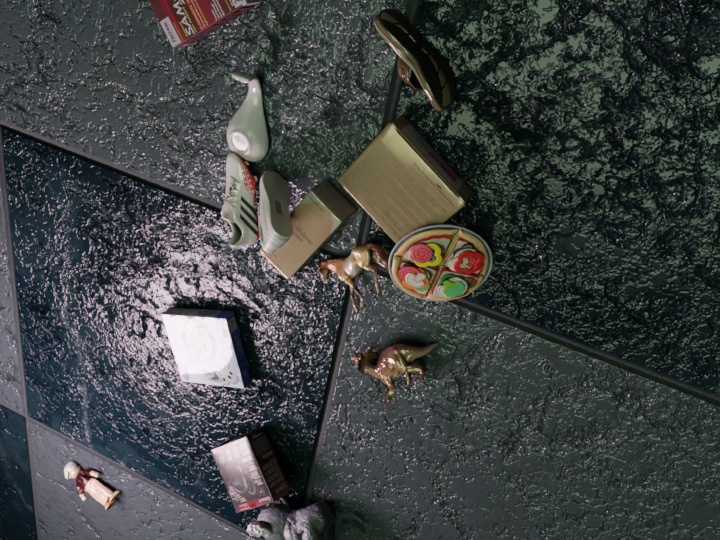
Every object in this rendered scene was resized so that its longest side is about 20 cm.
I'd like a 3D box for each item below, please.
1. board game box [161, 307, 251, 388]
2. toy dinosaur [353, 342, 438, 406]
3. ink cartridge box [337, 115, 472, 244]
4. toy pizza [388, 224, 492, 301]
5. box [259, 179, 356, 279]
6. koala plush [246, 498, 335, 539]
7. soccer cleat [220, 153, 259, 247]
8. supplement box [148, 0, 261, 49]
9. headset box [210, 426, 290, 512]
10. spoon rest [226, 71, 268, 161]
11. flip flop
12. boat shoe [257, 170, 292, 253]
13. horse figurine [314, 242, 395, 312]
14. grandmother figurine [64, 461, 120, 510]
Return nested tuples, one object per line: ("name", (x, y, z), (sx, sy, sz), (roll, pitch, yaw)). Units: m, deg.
("board game box", (-0.384, 0.193, 1.628), (0.198, 0.043, 0.201), (2, 115, 24))
("toy dinosaur", (0.066, 0.196, 1.401), (0.200, 0.086, 0.136), (-41, 87, 28))
("ink cartridge box", (0.083, -0.159, 1.219), (0.200, 0.075, 0.165), (47, 123, -3))
("toy pizza", (0.152, -0.005, 1.239), (0.199, 0.032, 0.201), (1, 134, 1))
("box", (-0.110, -0.083, 1.344), (0.095, 0.078, 0.200), (44, 124, 0))
("koala plush", (-0.184, 0.674, 1.706), (0.199, 0.177, 0.185), (15, 108, 18))
("soccer cleat", (-0.261, -0.145, 1.373), (0.068, 0.085, 0.201), (18, 125, 41))
("supplement box", (-0.297, -0.514, 1.230), (0.199, 0.061, 0.109), (-17, 106, 31))
("headset box", (-0.284, 0.530, 1.698), (0.148, 0.077, 0.201), (-28, 85, 33))
("spoon rest", (-0.226, -0.308, 1.310), (0.099, 0.061, 0.201), (24, 135, 14))
("flip flop", (0.089, -0.359, 1.123), (0.200, 0.081, 0.058), (49, 141, -2))
("boat shoe", (-0.177, -0.117, 1.303), (0.072, 0.201, 0.069), (18, 131, -37))
("horse figurine", (0.000, 0.000, 1.342), (0.200, 0.050, 0.133), (-39, 74, 42))
("grandmother figurine", (-0.875, 0.689, 2.095), (0.200, 0.061, 0.122), (34, 96, 10))
